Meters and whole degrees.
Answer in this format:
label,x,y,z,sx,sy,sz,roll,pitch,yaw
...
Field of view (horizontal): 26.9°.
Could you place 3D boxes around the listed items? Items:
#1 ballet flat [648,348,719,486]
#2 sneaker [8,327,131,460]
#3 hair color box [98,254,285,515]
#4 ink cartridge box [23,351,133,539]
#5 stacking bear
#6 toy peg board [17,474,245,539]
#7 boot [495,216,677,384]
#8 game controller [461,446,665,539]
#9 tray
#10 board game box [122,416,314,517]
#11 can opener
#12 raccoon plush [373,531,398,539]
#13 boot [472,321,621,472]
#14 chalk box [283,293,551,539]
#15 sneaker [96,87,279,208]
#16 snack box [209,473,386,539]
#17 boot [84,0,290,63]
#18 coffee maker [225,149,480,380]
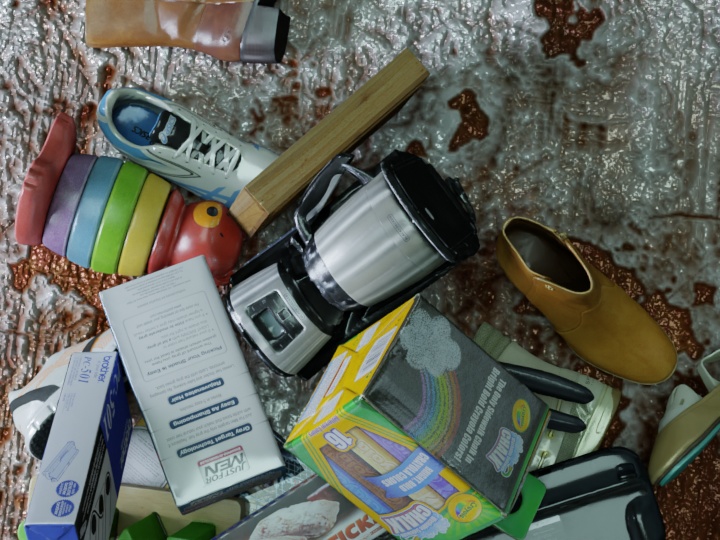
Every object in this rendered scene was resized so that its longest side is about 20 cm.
label,x,y,z,sx,sy,sz,roll,pitch,yaw
ballet flat,0.310,0.116,1.338,0.200,0.069,0.063,-34,70,-26
sneaker,-0.241,0.083,1.386,0.200,0.074,0.080,-39,47,-14
hair color box,-0.145,0.099,1.304,0.100,0.061,0.201,-20,75,-9
ink cartridge box,-0.232,0.168,1.258,0.044,0.094,0.200,-1,39,3
stacking bear,-0.204,-0.045,1.384,0.199,0.114,0.122,18,41,-5
toy peg board,-0.217,0.294,1.321,0.199,0.098,0.200,6,91,10
boot,0.200,0.030,1.329,0.201,0.144,0.071,37,87,7
game controller,0.158,0.225,1.292,0.199,0.042,0.105,-18,93,6
tray,-0.029,-0.113,1.359,0.200,0.099,0.037,-43,91,-18
board game box,-0.123,0.198,1.382,0.200,0.035,0.136,39,87,7
can opener,0.104,0.097,1.306,0.199,0.079,0.064,23,93,-1
raccoon plush,-0.009,0.243,1.342,0.134,0.097,0.201,-17,82,6
boot,0.125,0.163,1.355,0.154,0.072,0.200,28,84,8
chalk box,0.064,0.143,1.237,0.200,0.124,0.125,42,48,-12
sneaker,-0.156,-0.112,1.406,0.199,0.072,0.072,23,83,5
snack box,-0.068,0.232,1.261,0.200,0.024,0.072,-31,94,-10
boot,-0.159,-0.295,1.448,0.199,0.068,0.189,9,91,12
coffee maker,0.000,0.000,1.347,0.200,0.192,0.135,-36,66,18
